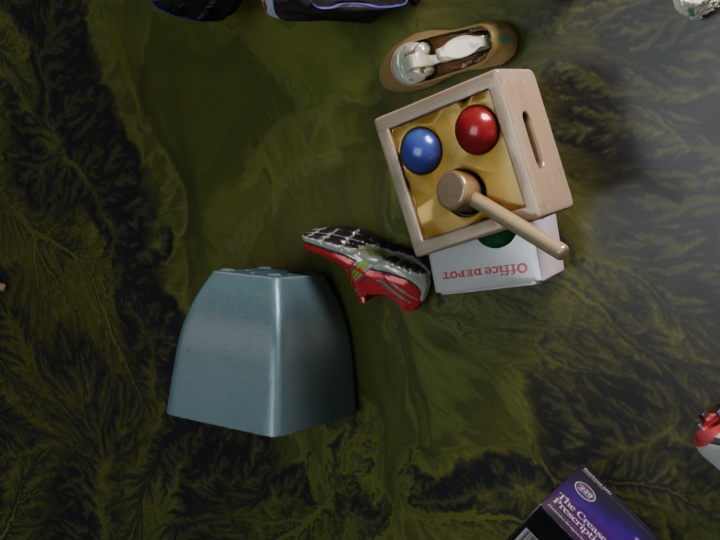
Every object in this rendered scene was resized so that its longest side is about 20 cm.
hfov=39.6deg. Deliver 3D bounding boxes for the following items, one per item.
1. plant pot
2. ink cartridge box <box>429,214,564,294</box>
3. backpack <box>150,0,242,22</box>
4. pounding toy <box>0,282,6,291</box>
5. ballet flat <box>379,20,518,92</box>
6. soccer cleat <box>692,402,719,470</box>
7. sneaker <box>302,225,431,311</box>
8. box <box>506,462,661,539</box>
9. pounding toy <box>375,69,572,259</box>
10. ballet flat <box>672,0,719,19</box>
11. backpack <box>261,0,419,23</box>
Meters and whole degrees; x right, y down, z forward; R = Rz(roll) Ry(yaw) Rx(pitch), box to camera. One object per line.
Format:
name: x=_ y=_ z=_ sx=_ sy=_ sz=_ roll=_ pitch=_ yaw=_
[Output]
plant pot: x=-0.129 y=0.099 z=1.372 sx=0.194 sy=0.196 sz=0.203 roll=6 pitch=96 yaw=32
ink cartridge box: x=0.152 y=-0.083 z=1.202 sx=0.144 sy=0.083 sz=0.203 roll=-7 pitch=96 yaw=33
backpack: x=-0.214 y=-0.442 z=1.327 sx=0.168 sy=0.161 sz=0.202 roll=51 pitch=128 yaw=48
pounding toy: x=-0.778 y=0.004 z=1.797 sx=0.142 sy=0.183 sz=0.201 roll=-39 pitch=78 yaw=45
ballet flat: x=0.093 y=-0.263 z=1.215 sx=0.198 sy=0.063 sz=0.069 roll=-11 pitch=94 yaw=35
soccer cleat: x=0.451 y=0.159 z=1.073 sx=0.200 sy=0.069 sz=0.085 roll=-40 pitch=87 yaw=36
sneaker: x=0.000 y=0.000 z=1.330 sx=0.199 sy=0.077 sz=0.086 roll=23 pitch=118 yaw=28
box: x=0.288 y=0.342 z=1.171 sx=0.200 sy=0.141 sz=0.079 roll=45 pitch=118 yaw=17
pounding toy: x=0.131 y=-0.097 z=1.068 sx=0.183 sy=0.142 sz=0.202 roll=-17 pitch=90 yaw=33
ballet flat: x=0.346 y=-0.362 z=1.024 sx=0.071 sy=0.072 sz=0.203 roll=2 pitch=101 yaw=33
backpack: x=-0.042 y=-0.399 z=1.214 sx=0.153 sy=0.199 sz=0.193 roll=-4 pitch=95 yaw=47
